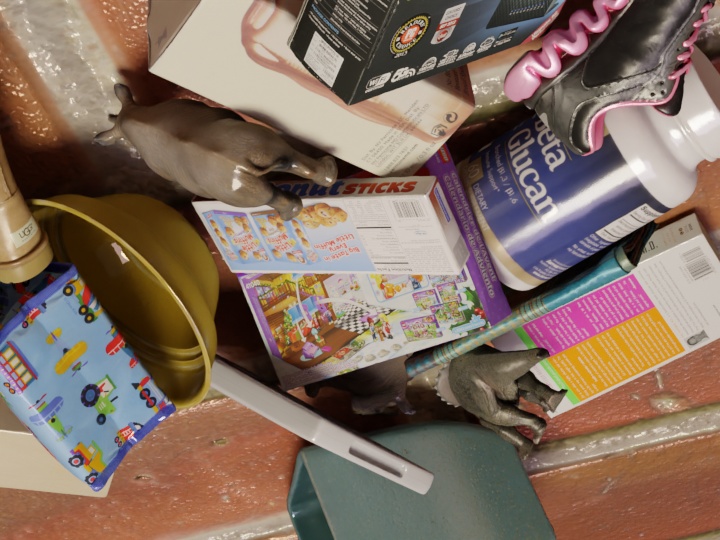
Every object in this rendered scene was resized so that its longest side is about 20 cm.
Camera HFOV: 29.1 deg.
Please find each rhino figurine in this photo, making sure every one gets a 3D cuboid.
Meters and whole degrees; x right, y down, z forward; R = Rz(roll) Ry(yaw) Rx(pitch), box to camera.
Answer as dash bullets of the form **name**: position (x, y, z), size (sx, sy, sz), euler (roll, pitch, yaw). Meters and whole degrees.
- **rhino figurine**: position (-0.113, -0.085, 0.938), size (0.087, 0.200, 0.060), euler (14, 96, -47)
- **rhino figurine**: position (-0.006, 0.077, 1.185), size (0.087, 0.060, 0.200), euler (-17, 139, 16)

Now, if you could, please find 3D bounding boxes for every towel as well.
- **towel**: position (0.136, 0.016, 1.101), size (0.200, 0.147, 0.022), euler (-28, 95, 24)

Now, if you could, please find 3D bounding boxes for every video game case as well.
- **video game case**: position (-0.058, 0.113, 1.131), size (0.182, 0.200, 0.024), euler (34, 82, -53)

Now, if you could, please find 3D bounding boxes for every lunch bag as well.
- **lunch bag**: position (-0.261, 0.064, 1.065), size (0.200, 0.094, 0.151), euler (14, 142, 48)

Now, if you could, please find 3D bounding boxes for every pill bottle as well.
- **pill bottle**: position (0.172, -0.078, 1.006), size (0.200, 0.111, 0.111), euler (-32, 133, 25)

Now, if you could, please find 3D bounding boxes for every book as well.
- **book**: position (0.222, 0.040, 1.193), size (0.200, 0.048, 0.134), euler (-26, 136, 18)

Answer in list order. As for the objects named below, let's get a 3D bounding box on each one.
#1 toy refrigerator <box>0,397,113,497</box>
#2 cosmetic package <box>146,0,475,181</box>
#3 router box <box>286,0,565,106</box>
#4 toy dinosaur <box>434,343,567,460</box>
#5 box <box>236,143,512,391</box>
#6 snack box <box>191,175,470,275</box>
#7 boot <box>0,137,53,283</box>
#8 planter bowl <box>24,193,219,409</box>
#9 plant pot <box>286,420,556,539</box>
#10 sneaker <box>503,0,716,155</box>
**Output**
- **toy refrigerator**: position (-0.316, 0.141, 1.223), size (0.199, 0.070, 0.076), euler (8, 130, -17)
- **cosmetic package**: position (-0.032, -0.149, 0.908), size (0.200, 0.104, 0.087), euler (21, 131, -30)
- **router box**: position (0.065, -0.193, 0.822), size (0.200, 0.062, 0.150), euler (-26, 153, -40)
- **toy dinosaur**: position (0.106, 0.094, 1.105), size (0.102, 0.077, 0.200), euler (27, 174, 6)
- **box**: position (0.000, 0.000, 1.031), size (0.200, 0.039, 0.137), euler (-19, 94, 35)
- **snack box**: position (-0.024, -0.030, 0.980), size (0.200, 0.024, 0.072), euler (1, 134, 33)
- **boot**: position (-0.305, -0.094, 0.960), size (0.175, 0.066, 0.200), euler (6, 129, 27)
- **planter bowl**: position (-0.168, 0.004, 1.047), size (0.200, 0.083, 0.201), euler (27, 143, 22)
- **plant pot**: position (0.063, 0.246, 1.277), size (0.200, 0.196, 0.196), euler (-18, 159, -14)
- **sneaker**: position (0.193, -0.151, 0.905), size (0.200, 0.095, 0.079), euler (-39, 173, 26)
